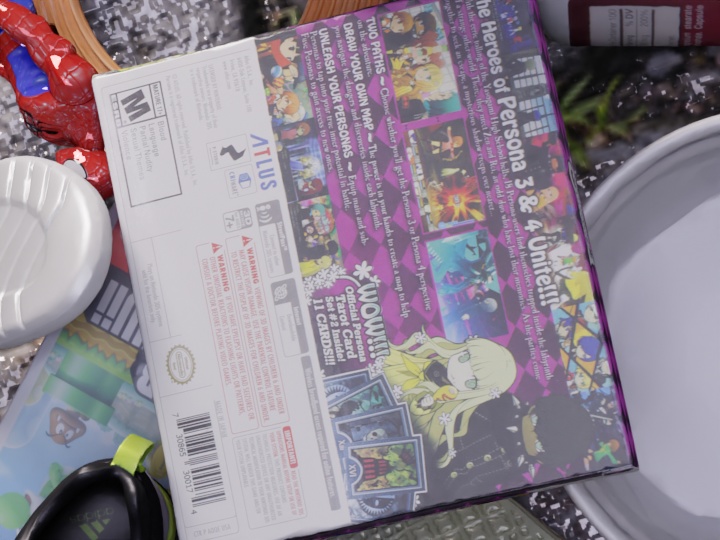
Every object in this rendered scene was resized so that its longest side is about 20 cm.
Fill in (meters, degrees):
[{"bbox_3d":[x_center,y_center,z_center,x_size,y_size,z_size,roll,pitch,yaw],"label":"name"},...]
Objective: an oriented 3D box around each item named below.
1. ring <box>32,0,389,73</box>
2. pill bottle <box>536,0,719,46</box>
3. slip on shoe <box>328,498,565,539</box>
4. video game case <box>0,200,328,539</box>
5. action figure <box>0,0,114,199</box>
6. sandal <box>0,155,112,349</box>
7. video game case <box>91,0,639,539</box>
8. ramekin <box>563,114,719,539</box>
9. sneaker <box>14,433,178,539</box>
[{"bbox_3d":[-0.069,-0.138,1.074,0.200,0.019,0.201,3,95,32],"label":"ring"},{"bbox_3d":[0.128,-0.149,1.043,0.199,0.114,0.115,1,88,5],"label":"pill bottle"},{"bbox_3d":[0.074,0.142,1.063,0.200,0.061,0.074,20,67,18],"label":"slip on shoe"},{"bbox_3d":[-0.076,0.077,1.033,0.143,0.017,0.200,28,94,12],"label":"video game case"},{"bbox_3d":[-0.152,-0.108,1.070,0.052,0.065,0.200,-28,66,-13],"label":"action figure"},{"bbox_3d":[-0.157,0.000,1.058,0.202,0.050,0.083,-3,68,48],"label":"sandal"},{"bbox_3d":[0.000,0.000,0.992,0.181,0.036,0.201,-14,81,10],"label":"video game case"},{"bbox_3d":[0.170,0.036,1.036,0.199,0.105,0.201,0,88,6],"label":"ramekin"},{"bbox_3d":[-0.133,0.152,0.966,0.072,0.083,0.200,22,75,6],"label":"sneaker"}]
